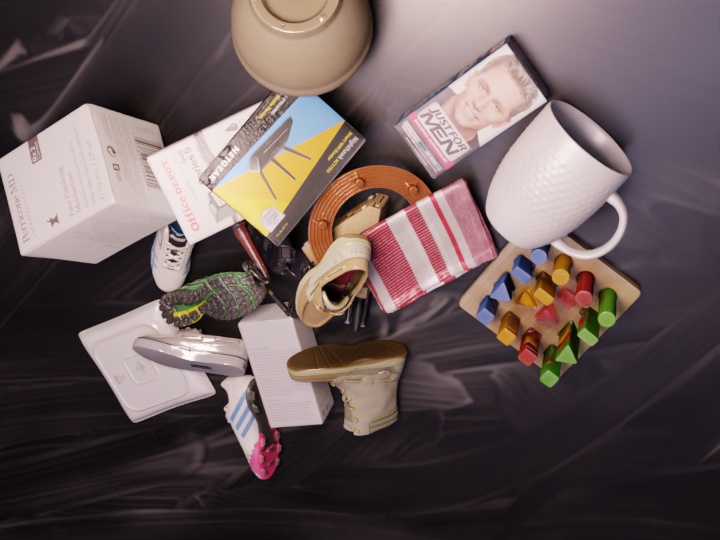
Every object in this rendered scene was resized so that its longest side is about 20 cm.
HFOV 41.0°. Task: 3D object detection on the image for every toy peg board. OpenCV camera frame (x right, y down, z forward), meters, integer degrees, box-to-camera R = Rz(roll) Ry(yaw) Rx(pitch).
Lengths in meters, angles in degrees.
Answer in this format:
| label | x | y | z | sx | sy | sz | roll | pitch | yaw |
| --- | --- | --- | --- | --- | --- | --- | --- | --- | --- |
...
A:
| label | x | y | z | sx | sy | sz | roll | pitch | yaw |
| --- | --- | --- | --- | --- | --- | --- | --- | --- | --- |
| toy peg board | 0.277 | 0.056 | 1.439 | 0.199 | 0.098 | 0.200 | 37 | 118 | -3 |

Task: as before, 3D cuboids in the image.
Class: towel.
| label | x | y | z | sx | sy | sz | roll | pitch | yaw |
| --- | --- | --- | --- | --- | --- | --- | --- | --- | --- |
| towel | 0.094 | -0.033 | 1.438 | 0.199 | 0.023 | 0.145 | -28 | 119 | 4 |

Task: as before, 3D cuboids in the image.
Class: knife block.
| label | x | y | z | sx | sy | sz | roll | pitch | yaw |
| --- | --- | --- | --- | --- | --- | --- | --- | --- | --- |
| knife block | 0.000 | 0.000 | 1.512 | 0.199 | 0.064 | 0.176 | -31 | 103 | 25 |

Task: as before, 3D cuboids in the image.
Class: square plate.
| label | x | y | z | sx | sy | sz | roll | pitch | yaw |
| --- | --- | --- | --- | --- | --- | --- | --- | --- | --- |
| square plate | -0.386 | 0.170 | 1.719 | 0.197 | 0.028 | 0.201 | -21 | 106 | 23 |

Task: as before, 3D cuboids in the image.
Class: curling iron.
| label | x | y | z | sx | sy | sz | roll | pitch | yaw |
| --- | --- | --- | --- | --- | --- | --- | --- | --- | --- |
| curling iron | -0.190 | -0.062 | 1.506 | 0.025 | 0.050 | 0.201 | -25 | 84 | 18 |

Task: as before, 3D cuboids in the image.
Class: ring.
| label | x | y | z | sx | sy | sz | roll | pitch | yaw |
| --- | --- | --- | --- | --- | --- | --- | --- | --- | --- |
| ring | 0.022 | -0.060 | 1.431 | 0.199 | 0.019 | 0.202 | -5 | 117 | -10 |

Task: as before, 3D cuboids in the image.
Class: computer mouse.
| label | x | y | z | sx | sy | sz | roll | pitch | yaw |
| --- | --- | --- | --- | --- | --- | --- | --- | --- | --- |
| computer mouse | -0.134 | -0.020 | 1.535 | 0.200 | 0.046 | 0.141 | 43 | 140 | 25 |

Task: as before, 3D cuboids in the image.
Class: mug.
| label | x | y | z | sx | sy | sz | roll | pitch | yaw |
| --- | --- | --- | --- | --- | --- | --- | --- | --- | --- |
| mug | 0.280 | -0.103 | 1.332 | 0.200 | 0.148 | 0.176 | 44 | 120 | 6 |

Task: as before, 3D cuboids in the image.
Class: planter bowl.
| label | x | y | z | sx | sy | sz | roll | pitch | yaw |
| --- | --- | --- | --- | --- | --- | --- | --- | --- | --- |
| planter bowl | -0.083 | -0.349 | 1.284 | 0.199 | 0.135 | 0.202 | 0 | 83 | 1 |

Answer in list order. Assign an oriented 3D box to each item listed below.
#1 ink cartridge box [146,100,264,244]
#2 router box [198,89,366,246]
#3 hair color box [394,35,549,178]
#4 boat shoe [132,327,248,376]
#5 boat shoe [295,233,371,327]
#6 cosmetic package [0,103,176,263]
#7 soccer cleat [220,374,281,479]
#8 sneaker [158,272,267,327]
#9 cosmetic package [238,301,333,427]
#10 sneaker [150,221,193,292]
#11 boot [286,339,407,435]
| label | x | y | z | sx | sy | sz | roll | pitch | yaw |
| --- | --- | --- | --- | --- | --- | --- | --- | --- | --- |
| ink cartridge box | -0.198 | -0.147 | 1.440 | 0.199 | 0.084 | 0.146 | -26 | 102 | -3 |
| router box | -0.112 | -0.160 | 1.379 | 0.149 | 0.051 | 0.200 | 40 | 90 | -11 |
| hair color box | 0.157 | -0.229 | 1.364 | 0.199 | 0.061 | 0.100 | -34 | 102 | 26 |
| boat shoe | -0.287 | 0.129 | 1.645 | 0.198 | 0.066 | 0.072 | 7 | 153 | 7 |
| boat shoe | -0.043 | 0.029 | 1.416 | 0.073 | 0.067 | 0.200 | 9 | 139 | -21 |
| cosmetic package | -0.415 | -0.127 | 1.484 | 0.199 | 0.165 | 0.166 | -25 | 75 | 24 |
| soccer cleat | -0.195 | 0.271 | 1.697 | 0.086 | 0.070 | 0.201 | 6 | 114 | 31 |
| sneaker | -0.235 | 0.034 | 1.578 | 0.199 | 0.085 | 0.079 | -9 | 109 | 29 |
| cosmetic package | -0.122 | 0.158 | 1.614 | 0.101 | 0.071 | 0.201 | -7 | 112 | 19 |
| sneaker | -0.301 | -0.047 | 1.567 | 0.071 | 0.073 | 0.201 | 15 | 118 | -8 |
| boot | -0.024 | 0.198 | 1.573 | 0.198 | 0.072 | 0.156 | -5 | 121 | -17 |
